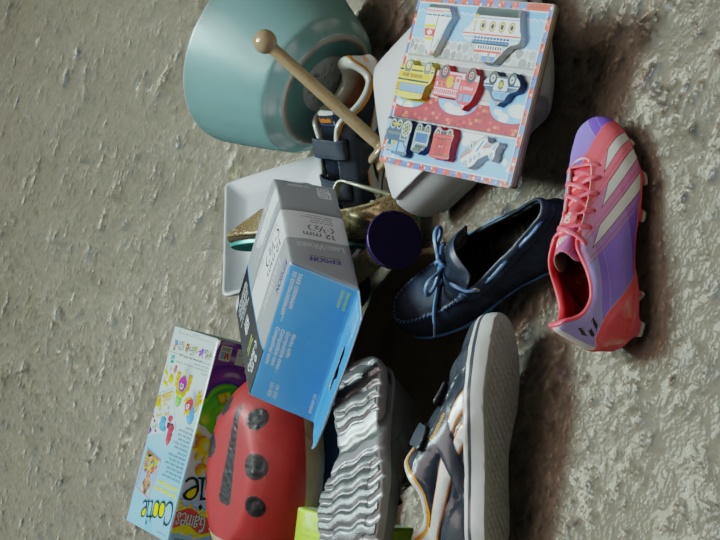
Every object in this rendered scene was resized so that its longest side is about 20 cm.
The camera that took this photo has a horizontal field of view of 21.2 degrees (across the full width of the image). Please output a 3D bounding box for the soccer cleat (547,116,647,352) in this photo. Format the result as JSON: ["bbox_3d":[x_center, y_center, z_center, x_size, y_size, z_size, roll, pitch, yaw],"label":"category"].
[{"bbox_3d":[0.179,-0.034,1.496,0.067,0.076,0.202,-29,54,50],"label":"soccer cleat"}]

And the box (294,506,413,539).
[{"bbox_3d":[-0.016,0.313,1.661,0.121,0.047,0.203,4,87,52],"label":"box"}]

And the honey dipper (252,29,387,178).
[{"bbox_3d":[-0.023,-0.150,1.776,0.038,0.200,0.038,-49,2,2],"label":"honey dipper"}]

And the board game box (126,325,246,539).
[{"bbox_3d":[-0.144,0.169,1.910,0.105,0.102,0.202,12,87,59],"label":"board game box"}]

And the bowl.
[{"bbox_3d":[-0.066,-0.196,1.884,0.105,0.200,0.202,36,109,37],"label":"bowl"}]

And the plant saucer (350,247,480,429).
[{"bbox_3d":[0.054,0.080,1.698,0.200,0.029,0.202,-33,50,49],"label":"plant saucer"}]

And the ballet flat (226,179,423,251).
[{"bbox_3d":[-0.033,-0.051,1.795,0.198,0.070,0.066,0,85,21],"label":"ballet flat"}]

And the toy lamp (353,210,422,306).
[{"bbox_3d":[0.000,0.000,1.722,0.200,0.058,0.059,143,135,-68],"label":"toy lamp"}]

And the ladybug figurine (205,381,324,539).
[{"bbox_3d":[-0.093,0.184,1.750,0.135,0.071,0.202,15,101,49],"label":"ladybug figurine"}]

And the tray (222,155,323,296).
[{"bbox_3d":[-0.083,-0.040,1.896,0.106,0.022,0.201,-16,34,8],"label":"tray"}]

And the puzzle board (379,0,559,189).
[{"bbox_3d":[0.086,-0.155,1.627,0.199,0.017,0.152,16,94,56],"label":"puzzle board"}]

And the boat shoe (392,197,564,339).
[{"bbox_3d":[0.095,-0.014,1.596,0.199,0.068,0.085,-36,46,29],"label":"boat shoe"}]

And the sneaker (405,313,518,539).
[{"bbox_3d":[0.079,0.133,1.554,0.079,0.078,0.202,-2,74,28],"label":"sneaker"}]

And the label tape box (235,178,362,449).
[{"bbox_3d":[-0.056,0.035,1.680,0.201,0.065,0.144,-101,26,-55],"label":"label tape box"}]

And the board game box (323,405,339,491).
[{"bbox_3d":[-0.036,0.222,1.775,0.201,0.039,0.158,-61,41,27],"label":"board game box"}]

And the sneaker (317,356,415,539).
[{"bbox_3d":[0.020,0.172,1.597,0.074,0.082,0.202,-20,49,39],"label":"sneaker"}]

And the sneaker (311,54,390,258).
[{"bbox_3d":[-0.012,-0.109,1.841,0.078,0.079,0.202,9,86,58],"label":"sneaker"}]

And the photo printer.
[{"bbox_3d":[0.094,-0.167,1.699,0.200,0.069,0.168,-42,44,43],"label":"photo printer"}]
